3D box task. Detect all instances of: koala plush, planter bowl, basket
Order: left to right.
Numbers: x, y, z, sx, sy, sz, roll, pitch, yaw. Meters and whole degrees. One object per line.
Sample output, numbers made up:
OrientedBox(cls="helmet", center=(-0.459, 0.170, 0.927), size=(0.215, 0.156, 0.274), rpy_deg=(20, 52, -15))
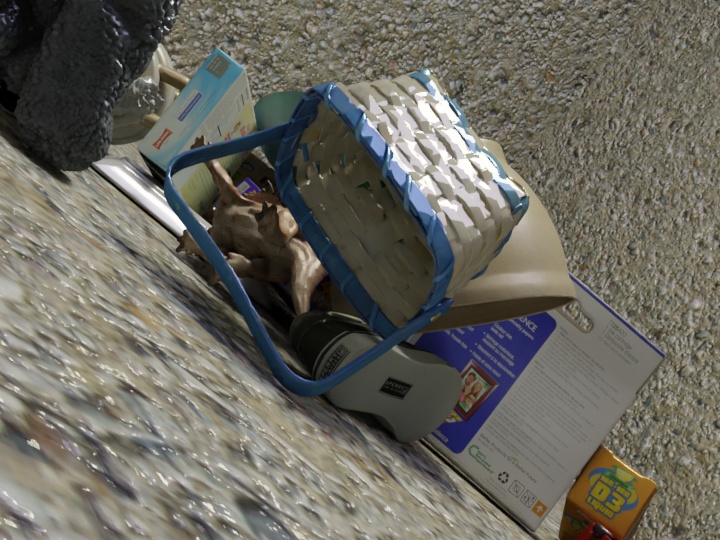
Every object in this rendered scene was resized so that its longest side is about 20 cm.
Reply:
OrientedBox(cls="koala plush", center=(-0.212, -0.173, 0.784), size=(0.177, 0.184, 0.200), rpy_deg=(40, -12, -4))
OrientedBox(cls="basket", center=(-0.004, -0.029, 0.691), size=(0.177, 0.198, 0.139), rpy_deg=(57, -33, 18))
OrientedBox(cls="planter bowl", center=(0.066, -0.027, 0.867), size=(0.200, 0.197, 0.137), rpy_deg=(39, 44, -79))

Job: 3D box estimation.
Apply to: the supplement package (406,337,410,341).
OrientedBox(cls="supplement package", center=(0.090, 0.109, 1.101), size=(0.200, 0.111, 0.156), rpy_deg=(41, 0, -19))

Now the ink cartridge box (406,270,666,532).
OrientedBox(cls="ink cartridge box", center=(0.142, 0.095, 0.981), size=(0.197, 0.201, 0.047), rpy_deg=(40, -9, -1))

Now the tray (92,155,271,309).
OrientedBox(cls="tray", center=(-0.156, -0.042, 0.971), size=(0.199, 0.022, 0.107), rpy_deg=(41, -1, -13))

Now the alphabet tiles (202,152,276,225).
OrientedBox(cls="alphabet tiles", center=(-0.097, -0.050, 1.252), size=(0.199, 0.008, 0.167), rpy_deg=(37, -34, -20))

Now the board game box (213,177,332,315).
OrientedBox(cls="board game box", center=(-0.057, 0.006, 1.005), size=(0.135, 0.045, 0.200), rpy_deg=(56, -7, -32))

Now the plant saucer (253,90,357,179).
OrientedBox(cls="plant saucer", center=(-0.029, -0.116, 1.137), size=(0.197, 0.036, 0.200), rpy_deg=(19, -21, 8))

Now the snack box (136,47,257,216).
OrientedBox(cls="snack box", center=(-0.149, -0.121, 1.028), size=(0.037, 0.117, 0.200), rpy_deg=(35, -11, 6))

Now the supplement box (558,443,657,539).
OrientedBox(cls="supplement box", center=(0.237, 0.236, 1.049), size=(0.066, 0.069, 0.201), rpy_deg=(35, -17, 21))

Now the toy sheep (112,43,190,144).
OrientedBox(cls="toy sheep", center=(-0.248, -0.188, 1.089), size=(0.137, 0.139, 0.200), rpy_deg=(40, -14, -11))

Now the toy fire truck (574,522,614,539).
OrientedBox(cls="toy fire truck", center=(0.251, 0.288, 0.868), size=(0.141, 0.049, 0.200), rpy_deg=(41, -1, -8))

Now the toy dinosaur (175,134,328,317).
OrientedBox(cls="toy dinosaur", center=(-0.066, -0.025, 0.842), size=(0.135, 0.087, 0.200), rpy_deg=(20, 14, -49))

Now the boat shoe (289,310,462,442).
OrientedBox(cls="boat shoe", center=(0.015, 0.073, 0.802), size=(0.064, 0.071, 0.200), rpy_deg=(41, 2, 33))

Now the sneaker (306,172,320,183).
OrientedBox(cls="sneaker", center=(0.000, 0.000, 1.020), size=(0.116, 0.075, 0.201), rpy_deg=(58, 6, 29))
